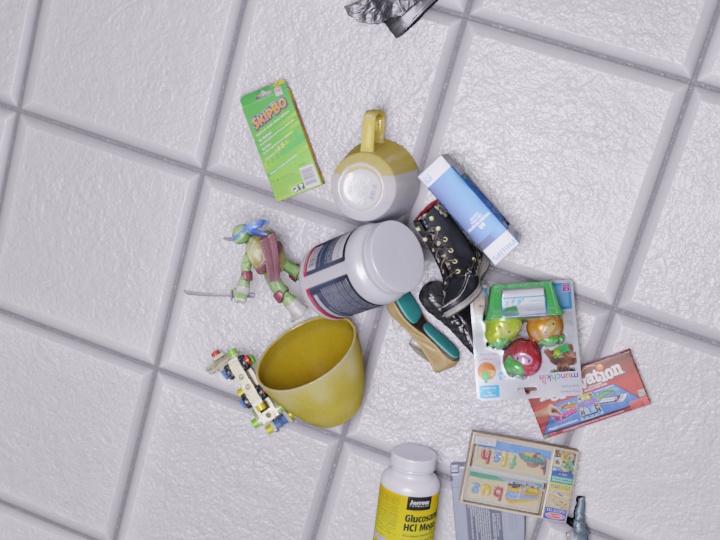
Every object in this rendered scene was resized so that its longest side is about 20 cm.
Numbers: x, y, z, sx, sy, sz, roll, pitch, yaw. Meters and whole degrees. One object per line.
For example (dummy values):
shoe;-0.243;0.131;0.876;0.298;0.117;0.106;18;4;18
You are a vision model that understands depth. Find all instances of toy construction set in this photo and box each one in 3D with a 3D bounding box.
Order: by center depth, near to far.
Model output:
toy construction set;-0.205;0.214;1.840;0.200;0.131;0.092;43;92;8

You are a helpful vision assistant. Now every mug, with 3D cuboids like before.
mug;0.009;-0.165;1.705;0.148;0.153;0.188;-28;92;17

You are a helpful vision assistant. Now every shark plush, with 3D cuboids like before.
shark plush;0.409;0.513;1.792;0.082;0.091;0.202;-7;77;-5

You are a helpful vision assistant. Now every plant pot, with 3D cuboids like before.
plant pot;-0.071;0.200;1.782;0.198;0.201;0.143;-18;119;15

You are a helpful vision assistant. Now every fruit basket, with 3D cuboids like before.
fruit basket;0.284;0.119;1.696;0.183;0.094;0.202;-3;77;4

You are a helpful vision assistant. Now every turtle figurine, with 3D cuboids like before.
turtle figurine;-0.177;0.003;1.799;0.194;0.144;0.200;41;116;-12

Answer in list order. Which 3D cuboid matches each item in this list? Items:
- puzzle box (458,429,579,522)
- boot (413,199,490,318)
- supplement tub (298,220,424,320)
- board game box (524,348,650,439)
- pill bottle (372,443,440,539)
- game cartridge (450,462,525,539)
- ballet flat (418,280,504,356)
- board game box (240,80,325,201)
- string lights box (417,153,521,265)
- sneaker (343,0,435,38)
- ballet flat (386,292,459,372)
puzzle box;0.283;0.369;1.765;0.198;0.025;0.135;10;94;-2
boot;0.141;-0.022;1.662;0.073;0.204;0.154;-32;102;30
supplement tub;0.000;0.000;1.705;0.199;0.140;0.142;-20;95;47
board game box;0.400;0.220;1.747;0.198;0.019;0.104;-22;93;16
pill bottle;0.086;0.429;1.808;0.111;0.112;0.202;9;102;11
game cartridge;0.238;0.451;1.817;0.132;0.042;0.202;-4;99;9
ballet flat;0.186;0.096;1.769;0.200;0.057;0.066;47;63;1
board game box;-0.143;-0.236;1.794;0.095;0.030;0.202;-19;97;15
string lights box;0.190;-0.108;1.697;0.059;0.103;0.200;-42;88;14
sneaker;0.077;-0.479;1.683;0.200;0.060;0.104;-41;93;19
ballet flat;0.095;0.105;1.778;0.200;0.069;0.063;49;120;2
